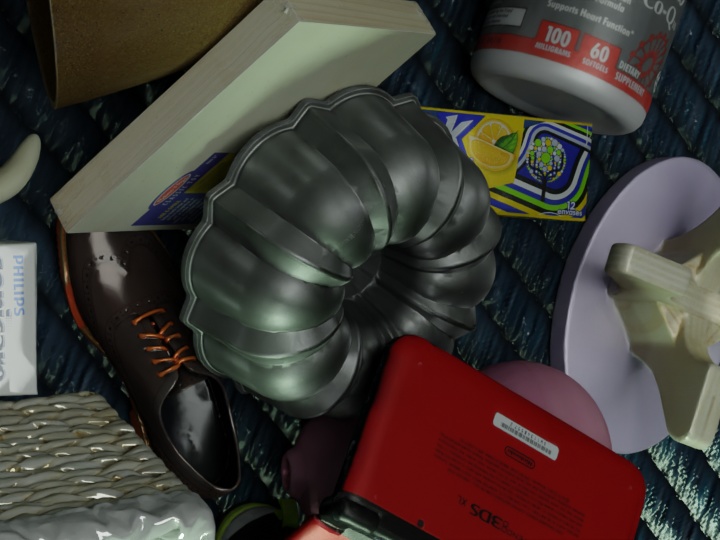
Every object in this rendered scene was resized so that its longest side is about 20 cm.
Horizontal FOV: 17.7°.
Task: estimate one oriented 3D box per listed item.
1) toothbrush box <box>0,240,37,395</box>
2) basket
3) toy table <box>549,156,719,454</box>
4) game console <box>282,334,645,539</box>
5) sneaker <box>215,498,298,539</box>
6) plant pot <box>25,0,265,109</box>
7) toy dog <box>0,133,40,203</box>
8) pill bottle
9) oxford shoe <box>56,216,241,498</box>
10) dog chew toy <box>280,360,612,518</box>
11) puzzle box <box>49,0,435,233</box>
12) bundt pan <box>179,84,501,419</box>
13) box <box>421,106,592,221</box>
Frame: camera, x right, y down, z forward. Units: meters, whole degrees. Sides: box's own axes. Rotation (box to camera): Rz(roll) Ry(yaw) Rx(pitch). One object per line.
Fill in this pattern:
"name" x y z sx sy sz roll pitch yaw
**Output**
"toothbrush box" -0.288 0.026 1.232 0.200 0.146 0.086 0 92 -25
"basket" -0.195 0.182 1.194 0.200 0.161 0.198 -7 119 -24
"toy table" 0.212 0.024 1.486 0.184 0.117 0.200 9 88 -26
"game console" 0.043 0.158 1.345 0.200 0.119 0.172 31 65 -27
"sneaker" -0.071 0.233 1.378 0.072 0.083 0.200 8 89 -25
"plant pot" -0.083 -0.193 1.254 0.200 0.186 0.187 -9 96 -10
"toy dog" -0.249 -0.138 1.247 0.194 0.140 0.200 13 83 -20
"pill bottle" 0.153 -0.196 1.447 0.116 0.116 0.200 23 82 -25
"oxford shoe" -0.116 0.041 1.354 0.071 0.073 0.200 -29 104 -21
"dog chew toy" 0.050 0.119 1.415 0.200 0.125 0.125 -1 93 -18
"puzzle box" -0.067 -0.086 1.293 0.133 0.200 0.025 -4 60 -56
"bundt pan" 0.000 0.000 1.316 0.202 0.076 0.202 -21 128 -29
"box" 0.040 -0.068 1.424 0.200 0.070 0.064 3 91 -26
